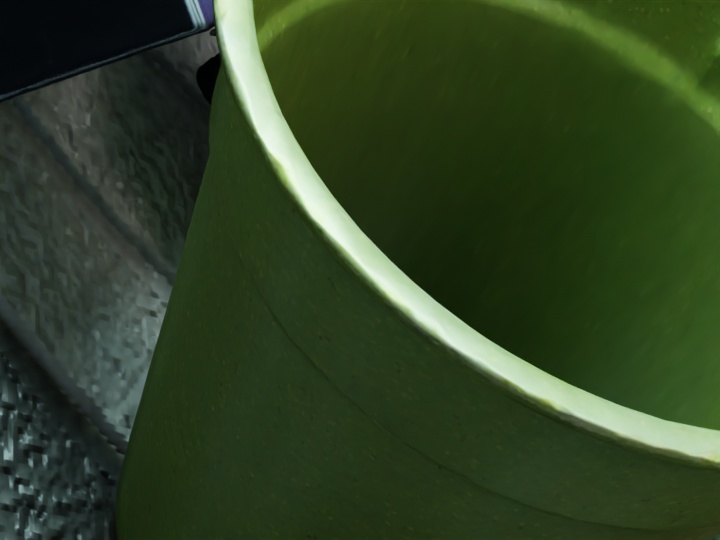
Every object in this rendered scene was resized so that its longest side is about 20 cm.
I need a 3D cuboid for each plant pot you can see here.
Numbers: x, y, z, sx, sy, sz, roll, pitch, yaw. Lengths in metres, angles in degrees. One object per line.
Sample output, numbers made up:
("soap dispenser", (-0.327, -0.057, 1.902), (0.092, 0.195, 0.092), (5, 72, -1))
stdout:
("plant pot", (0.025, 0.022, 0.649), (0.199, 0.190, 0.201), (16, 44, -16))

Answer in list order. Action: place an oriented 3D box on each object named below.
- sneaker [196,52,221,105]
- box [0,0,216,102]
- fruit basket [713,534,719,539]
("sneaker", (0.000, 0.000, 0.796), (0.077, 0.083, 0.201), (48, -19, 57))
("box", (-0.060, -0.143, 0.713), (0.200, 0.104, 0.149), (-38, 110, -56))
("fruit basket", (0.209, 0.089, 0.916), (0.156, 0.215, 0.216), (-48, 122, -23))
